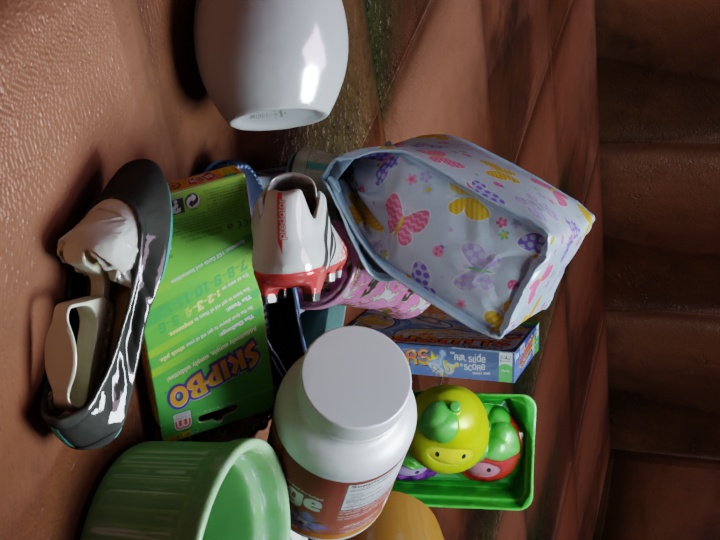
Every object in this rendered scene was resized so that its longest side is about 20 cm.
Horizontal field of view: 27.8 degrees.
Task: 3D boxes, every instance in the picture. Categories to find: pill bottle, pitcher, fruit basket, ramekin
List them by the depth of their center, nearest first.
[{"bbox_3d":[-0.129,0.220,1.067,0.200,0.097,0.203,4,90,-73],"label":"ramekin"},{"bbox_3d":[-0.017,0.128,1.146,0.201,0.111,0.113,105,0,-58],"label":"pill bottle"},{"bbox_3d":[-0.073,-0.214,1.159,0.172,0.120,0.203,75,9,-84],"label":"pitcher"},{"bbox_3d":[0.098,0.194,1.628,0.215,0.213,0.157,-25,117,-71],"label":"fruit basket"}]

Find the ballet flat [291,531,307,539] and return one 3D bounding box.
[{"bbox_3d":[-0.070,0.272,1.288,0.069,0.069,0.202,21,53,-72],"label":"ballet flat"}]

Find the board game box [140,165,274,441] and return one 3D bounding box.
[{"bbox_3d":[-0.120,0.028,1.077,0.030,0.095,0.202,-139,-142,-57],"label":"board game box"}]

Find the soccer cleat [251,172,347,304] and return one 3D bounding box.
[{"bbox_3d":[-0.046,-0.031,1.062,0.200,0.068,0.086,-71,160,-81],"label":"soccer cleat"}]

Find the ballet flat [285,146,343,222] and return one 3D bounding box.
[{"bbox_3d":[-0.013,-0.060,1.333,0.200,0.062,0.068,37,59,-71],"label":"ballet flat"}]

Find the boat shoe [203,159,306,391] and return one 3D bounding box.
[{"bbox_3d":[-0.074,0.004,1.188,0.084,0.068,0.202,-33,118,-33],"label":"boat shoe"}]

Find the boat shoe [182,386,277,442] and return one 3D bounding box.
[{"bbox_3d":[-0.104,0.112,1.176,0.072,0.067,0.202,-64,153,-53],"label":"boat shoe"}]

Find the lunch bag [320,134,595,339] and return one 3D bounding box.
[{"bbox_3d":[0.078,-0.041,1.238,0.128,0.199,0.169,-61,166,17],"label":"lunch bag"}]

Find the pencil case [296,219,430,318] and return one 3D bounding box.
[{"bbox_3d":[0.000,0.000,1.307,0.087,0.083,0.200,-52,158,13],"label":"pencil case"}]

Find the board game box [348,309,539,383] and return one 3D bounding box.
[{"bbox_3d":[0.083,0.079,1.560,0.135,0.198,0.035,-35,127,-69],"label":"board game box"}]

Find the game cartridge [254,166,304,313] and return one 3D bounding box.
[{"bbox_3d":[-0.071,-0.025,1.314,0.200,0.040,0.135,-23,120,-71],"label":"game cartridge"}]

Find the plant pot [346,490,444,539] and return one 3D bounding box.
[{"bbox_3d":[0.022,0.330,1.467,0.184,0.198,0.202,-88,172,-54],"label":"plant pot"}]

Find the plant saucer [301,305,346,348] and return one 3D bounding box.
[{"bbox_3d":[-0.048,0.097,1.335,0.019,0.070,0.201,33,40,-24],"label":"plant saucer"}]

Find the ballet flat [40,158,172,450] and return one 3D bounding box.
[{"bbox_3d":[-0.169,0.016,0.954,0.068,0.067,0.202,30,65,-61],"label":"ballet flat"}]
